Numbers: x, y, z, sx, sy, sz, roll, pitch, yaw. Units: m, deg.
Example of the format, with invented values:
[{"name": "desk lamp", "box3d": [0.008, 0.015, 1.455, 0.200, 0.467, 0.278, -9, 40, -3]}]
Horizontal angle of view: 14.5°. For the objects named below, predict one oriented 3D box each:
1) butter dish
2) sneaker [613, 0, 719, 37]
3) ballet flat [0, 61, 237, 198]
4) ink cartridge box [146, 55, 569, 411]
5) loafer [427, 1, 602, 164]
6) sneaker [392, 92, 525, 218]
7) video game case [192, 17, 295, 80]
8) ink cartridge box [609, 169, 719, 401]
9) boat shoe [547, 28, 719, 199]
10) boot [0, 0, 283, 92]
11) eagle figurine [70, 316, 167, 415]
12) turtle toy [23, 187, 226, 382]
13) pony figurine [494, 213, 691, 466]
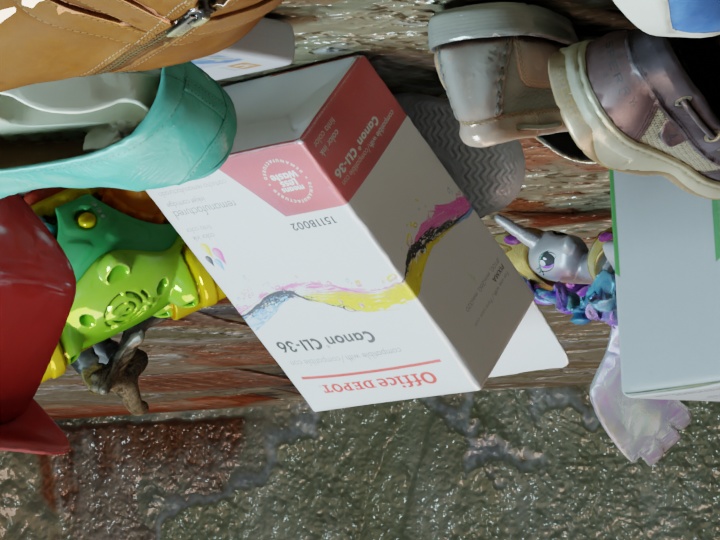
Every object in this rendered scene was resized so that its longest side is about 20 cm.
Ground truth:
[{"name": "butter dish", "box3d": [-0.218, -0.018, 1.360, 0.200, 0.148, 0.199, 40, -169, 23]}, {"name": "sneaker", "box3d": [0.130, -0.118, 0.878, 0.111, 0.077, 0.200, 5, 170, 27]}, {"name": "ballet flat", "box3d": [-0.151, -0.064, 1.161, 0.200, 0.067, 0.070, -5, 148, 19]}, {"name": "ink cartridge box", "box3d": [0.000, 0.000, 1.359, 0.116, 0.068, 0.200, -10, 127, 44]}, {"name": "loafer", "box3d": [0.089, -0.074, 1.272, 0.072, 0.063, 0.200, -8, 171, 30]}, {"name": "sneaker", "box3d": [0.032, -0.048, 1.452, 0.114, 0.076, 0.200, -3, 176, -43]}, {"name": "video game case", "box3d": [-0.160, -0.094, 1.202, 0.182, 0.022, 0.200, -9, 170, 40]}, {"name": "ink cartridge box", "box3d": [0.237, -0.002, 1.578, 0.200, 0.146, 0.084, 3, 170, -42]}, {"name": "boat shoe", "box3d": [0.156, -0.077, 1.245, 0.065, 0.072, 0.200, -22, 165, 31]}, {"name": "boot", "box3d": [-0.118, -0.094, 0.981, 0.200, 0.077, 0.155, -2, 175, -24]}, {"name": "eagle figurine", "box3d": [-0.245, 0.036, 1.925, 0.200, 0.151, 0.152, 25, 134, 12]}, {"name": "turtle toy", "box3d": [-0.160, -0.002, 1.611, 0.146, 0.101, 0.200, -25, -179, -16]}, {"name": "pony figurine", "box3d": [0.200, 0.016, 1.811, 0.193, 0.167, 0.200, 41, 152, -30]}]
